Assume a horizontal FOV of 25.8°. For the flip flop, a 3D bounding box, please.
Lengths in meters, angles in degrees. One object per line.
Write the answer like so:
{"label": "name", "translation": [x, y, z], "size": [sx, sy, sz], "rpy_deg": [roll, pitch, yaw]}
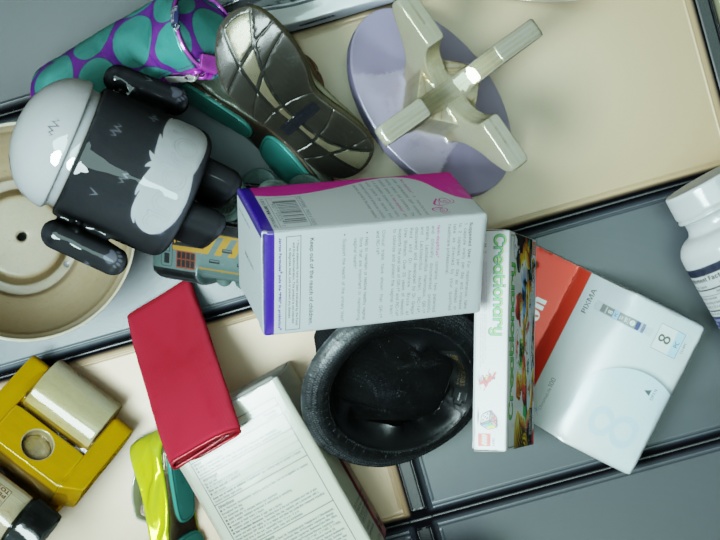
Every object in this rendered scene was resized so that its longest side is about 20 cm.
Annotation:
{"label": "flip flop", "translation": [-0.061, -0.166, 1.451], "size": [0.081, 0.058, 0.200], "rpy_deg": [-35, 123, 20]}

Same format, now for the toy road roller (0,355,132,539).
{"label": "toy road roller", "translation": [-0.330, 0.198, 1.540], "size": [0.123, 0.146, 0.200], "rpy_deg": [37, 58, 0]}

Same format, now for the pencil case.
{"label": "pencil case", "translation": [-0.214, -0.188, 1.472], "size": [0.200, 0.085, 0.093], "rpy_deg": [-22, 56, 32]}

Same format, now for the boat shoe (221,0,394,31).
{"label": "boat shoe", "translation": [-0.070, -0.266, 1.499], "size": [0.200, 0.072, 0.068], "rpy_deg": [-14, 91, 5]}

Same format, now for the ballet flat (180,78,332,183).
{"label": "ballet flat", "translation": [-0.087, -0.142, 1.515], "size": [0.200, 0.067, 0.064], "rpy_deg": [39, 69, -2]}

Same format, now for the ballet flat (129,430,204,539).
{"label": "ballet flat", "translation": [-0.191, 0.257, 1.556], "size": [0.067, 0.067, 0.200], "rpy_deg": [-8, 91, 25]}

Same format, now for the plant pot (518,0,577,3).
{"label": "plant pot", "translation": [0.156, -0.373, 1.438], "size": [0.187, 0.187, 0.200], "rpy_deg": [12, 81, 2]}

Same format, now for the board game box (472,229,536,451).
{"label": "board game box", "translation": [0.135, 0.065, 1.464], "size": [0.035, 0.126, 0.200], "rpy_deg": [0, 87, 18]}

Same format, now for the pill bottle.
{"label": "pill bottle", "translation": [0.370, 0.001, 1.473], "size": [0.111, 0.111, 0.200], "rpy_deg": [-29, 92, 5]}

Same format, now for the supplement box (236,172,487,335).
{"label": "supplement box", "translation": [0.000, -0.018, 1.383], "size": [0.200, 0.101, 0.103], "rpy_deg": [-6, 117, -14]}

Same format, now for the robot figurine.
{"label": "robot figurine", "translation": [-0.209, -0.089, 1.386], "size": [0.200, 0.150, 0.125], "rpy_deg": [23, 124, -13]}

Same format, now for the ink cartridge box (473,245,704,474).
{"label": "ink cartridge box", "translation": [0.207, 0.080, 1.520], "size": [0.200, 0.047, 0.160], "rpy_deg": [26, 95, 0]}

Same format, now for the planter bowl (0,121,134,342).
{"label": "planter bowl", "translation": [-0.319, -0.033, 1.486], "size": [0.200, 0.135, 0.200], "rpy_deg": [0, 88, -14]}

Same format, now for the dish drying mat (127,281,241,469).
{"label": "dish drying mat", "translation": [-0.169, 0.096, 1.492], "size": [0.077, 0.200, 0.018], "rpy_deg": [-31, 136, 8]}

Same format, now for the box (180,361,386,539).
{"label": "box", "translation": [-0.079, 0.207, 1.515], "size": [0.128, 0.109, 0.200], "rpy_deg": [-29, 92, 7]}

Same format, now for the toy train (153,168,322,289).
{"label": "toy train", "translation": [-0.112, -0.038, 1.490], "size": [0.200, 0.085, 0.114], "rpy_deg": [9, 102, 27]}

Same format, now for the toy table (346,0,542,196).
{"label": "toy table", "translation": [0.075, -0.165, 1.457], "size": [0.200, 0.117, 0.184], "rpy_deg": [43, 75, -5]}

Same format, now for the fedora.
{"label": "fedora", "translation": [0.022, 0.090, 1.488], "size": [0.200, 0.092, 0.201], "rpy_deg": [-13, 125, -20]}
